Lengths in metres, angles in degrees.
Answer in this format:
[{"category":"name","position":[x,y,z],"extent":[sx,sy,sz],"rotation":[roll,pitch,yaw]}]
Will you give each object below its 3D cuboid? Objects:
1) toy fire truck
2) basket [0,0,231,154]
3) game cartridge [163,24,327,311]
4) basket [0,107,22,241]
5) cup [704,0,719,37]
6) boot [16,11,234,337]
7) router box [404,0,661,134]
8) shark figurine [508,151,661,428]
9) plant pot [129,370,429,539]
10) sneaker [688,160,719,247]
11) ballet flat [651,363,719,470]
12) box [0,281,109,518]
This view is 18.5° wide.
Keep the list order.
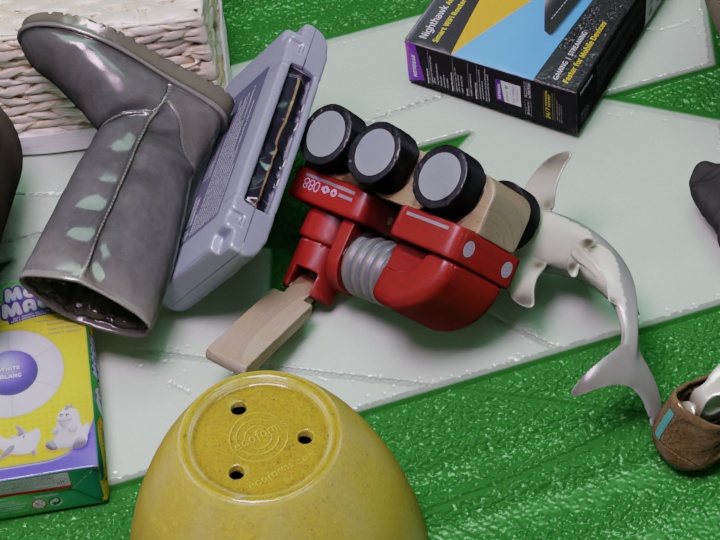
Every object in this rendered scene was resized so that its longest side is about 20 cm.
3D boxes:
[{"category":"toy fire truck","position":[0.000,0.000,1.533],"extent":[0.176,0.128,0.201],"rotation":[23,88,41]},{"category":"basket","position":[-0.204,-0.184,1.701],"extent":[0.199,0.124,0.136],"rotation":[-6,50,-1]},{"category":"game cartridge","position":[-0.089,-0.071,1.591],"extent":[0.041,0.133,0.201],"rotation":[31,56,-22]},{"category":"basket","position":[-0.318,-0.048,1.552],"extent":[0.179,0.137,0.200],"rotation":[-5,23,9]},{"category":"cup","position":[0.346,-0.204,1.662],"extent":[0.199,0.144,0.201],"rotation":[-2,48,2]},{"category":"boot","position":[-0.194,-0.069,1.556],"extent":[0.181,0.073,0.201],"rotation":[23,67,2]},{"category":"router box","position":[0.145,-0.208,1.740],"extent":[0.148,0.051,0.200],"rotation":[19,53,21]},{"category":"shark figurine","position":[0.160,0.009,1.542],"extent":[0.128,0.089,0.214],"rotation":[-53,49,5]},{"category":"plant pot","position":[-0.056,0.146,1.392],"extent":[0.199,0.142,0.201],"rotation":[-2,49,2]},{"category":"sneaker","position":[0.330,-0.082,1.608],"extent":[0.199,0.076,0.091],"rotation":[-20,44,-15]},{"category":"ballet flat","position":[0.285,0.069,1.477],"extent":[0.199,0.073,0.068],"rotation":[-20,52,-13]},{"category":"box","position":[-0.240,0.076,1.530],"extent":[0.117,0.049,0.201],"rotation":[-9,48,-3]}]
